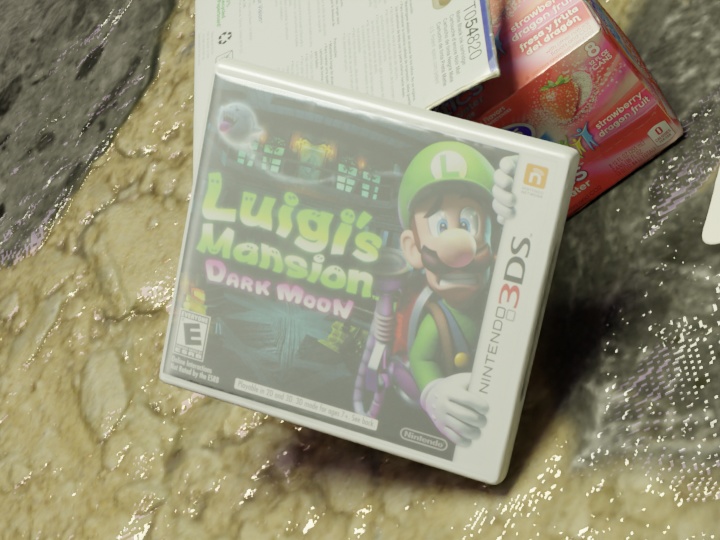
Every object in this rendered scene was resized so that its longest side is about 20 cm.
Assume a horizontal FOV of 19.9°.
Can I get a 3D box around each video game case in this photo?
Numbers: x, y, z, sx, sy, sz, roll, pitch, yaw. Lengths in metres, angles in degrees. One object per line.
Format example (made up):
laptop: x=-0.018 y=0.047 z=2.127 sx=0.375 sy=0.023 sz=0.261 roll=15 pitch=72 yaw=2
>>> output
video game case: x=0.000 y=0.000 z=1.079 sx=0.199 sy=0.023 sz=0.182 roll=16 pitch=106 yaw=16

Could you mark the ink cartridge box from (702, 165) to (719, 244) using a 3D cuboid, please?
ink cartridge box: x=0.275 y=-0.048 z=0.986 sx=0.200 sy=0.067 sz=0.117 roll=-2 pitch=57 yaw=39

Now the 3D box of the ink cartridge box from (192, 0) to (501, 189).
ink cartridge box: x=-0.006 y=-0.123 z=1.158 sx=0.200 sy=0.041 sz=0.200 roll=-26 pitch=43 yaw=23

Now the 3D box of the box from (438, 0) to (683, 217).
box: x=0.065 y=-0.075 z=1.165 sx=0.200 sy=0.103 sz=0.095 roll=-36 pitch=41 yaw=14
